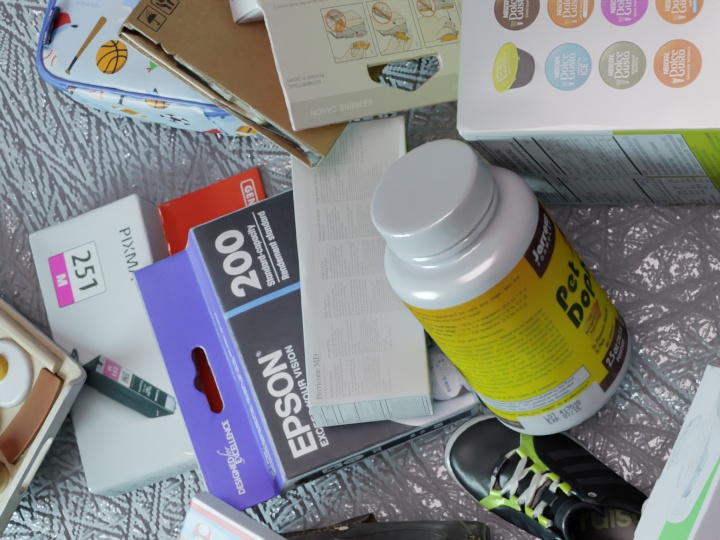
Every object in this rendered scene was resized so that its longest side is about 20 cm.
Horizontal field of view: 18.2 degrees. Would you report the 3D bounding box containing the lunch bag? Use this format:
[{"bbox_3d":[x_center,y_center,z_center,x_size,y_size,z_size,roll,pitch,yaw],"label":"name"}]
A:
[{"bbox_3d":[-0.138,-0.189,1.639,0.198,0.076,0.162,13,82,19],"label":"lunch bag"}]

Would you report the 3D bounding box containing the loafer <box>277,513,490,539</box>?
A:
[{"bbox_3d":[-0.001,0.201,1.533,0.198,0.073,0.073,4,48,25],"label":"loafer"}]

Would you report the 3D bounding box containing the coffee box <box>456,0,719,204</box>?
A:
[{"bbox_3d":[0.183,-0.161,1.456,0.196,0.200,0.202,0,79,19],"label":"coffee box"}]

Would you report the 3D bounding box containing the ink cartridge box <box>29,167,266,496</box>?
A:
[{"bbox_3d":[-0.134,0.041,1.612,0.172,0.044,0.202,-20,74,16],"label":"ink cartridge box"}]

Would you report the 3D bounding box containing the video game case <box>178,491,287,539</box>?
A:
[{"bbox_3d":[-0.083,0.269,1.527,0.142,0.017,0.201,28,112,22],"label":"video game case"}]

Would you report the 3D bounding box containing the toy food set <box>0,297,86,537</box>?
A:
[{"bbox_3d":[-0.299,0.088,1.626,0.200,0.060,0.144,37,105,27],"label":"toy food set"}]

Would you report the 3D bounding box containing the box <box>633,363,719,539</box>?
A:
[{"bbox_3d":[0.262,0.184,1.386,0.175,0.097,0.201,25,88,-12],"label":"box"}]

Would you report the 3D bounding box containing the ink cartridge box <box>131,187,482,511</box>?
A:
[{"bbox_3d":[-0.042,0.045,1.553,0.199,0.043,0.199,-23,70,1],"label":"ink cartridge box"}]

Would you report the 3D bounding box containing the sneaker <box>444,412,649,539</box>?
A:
[{"bbox_3d":[0.140,0.150,1.477,0.199,0.083,0.072,27,89,21],"label":"sneaker"}]

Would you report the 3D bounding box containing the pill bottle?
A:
[{"bbox_3d":[0.088,0.009,1.449,0.109,0.200,0.110,-22,41,21],"label":"pill bottle"}]

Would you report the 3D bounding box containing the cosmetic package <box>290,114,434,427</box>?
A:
[{"bbox_3d":[0.000,0.000,1.512,0.082,0.051,0.202,-5,68,3],"label":"cosmetic package"}]

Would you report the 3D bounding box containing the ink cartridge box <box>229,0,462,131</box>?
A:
[{"bbox_3d":[0.006,-0.191,1.538,0.045,0.199,0.178,-19,84,59],"label":"ink cartridge box"}]

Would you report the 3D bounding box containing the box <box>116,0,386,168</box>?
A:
[{"bbox_3d":[-0.052,-0.181,1.546,0.163,0.021,0.201,34,51,-2],"label":"box"}]
